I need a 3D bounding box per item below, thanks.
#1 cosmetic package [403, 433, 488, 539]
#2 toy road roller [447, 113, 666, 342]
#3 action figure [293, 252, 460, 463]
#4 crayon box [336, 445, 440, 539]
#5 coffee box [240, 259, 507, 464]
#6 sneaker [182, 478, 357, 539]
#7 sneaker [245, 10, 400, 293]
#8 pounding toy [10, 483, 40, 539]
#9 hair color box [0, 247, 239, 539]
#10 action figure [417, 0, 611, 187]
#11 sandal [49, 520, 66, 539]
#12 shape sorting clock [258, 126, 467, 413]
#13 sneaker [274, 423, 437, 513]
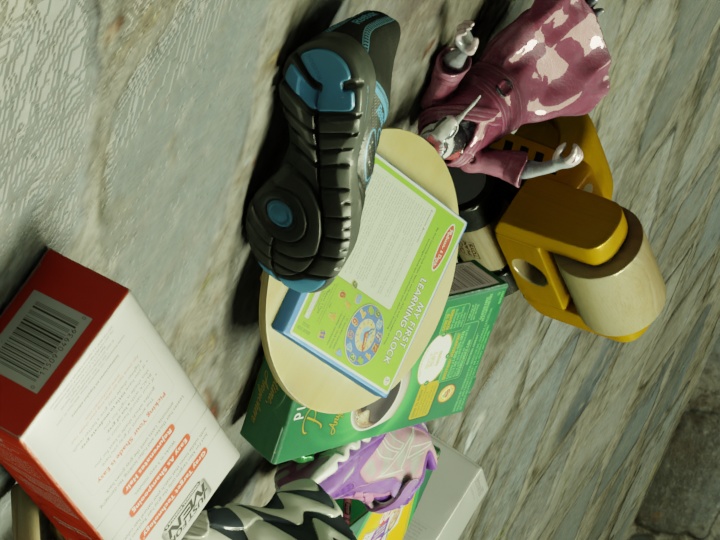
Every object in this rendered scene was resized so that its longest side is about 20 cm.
[{"bbox_3d":[0.041,0.263,2.291,0.200,0.074,0.102,-56,165,-10],"label":"cosmetic package"},{"bbox_3d":[0.160,-0.050,1.857,0.146,0.200,0.123,-53,143,-19],"label":"toy road roller"},{"bbox_3d":[0.003,0.061,1.829,0.200,0.055,0.118,-56,166,-3],"label":"action figure"},{"bbox_3d":[-0.013,0.219,2.063,0.200,0.058,0.119,-33,149,-60],"label":"crayon box"},{"bbox_3d":[0.011,0.063,1.750,0.200,0.044,0.123,-13,132,-42],"label":"coffee box"},{"bbox_3d":[-0.064,0.233,1.731,0.199,0.130,0.080,-14,137,-47],"label":"sneaker"},{"bbox_3d":[-0.015,-0.070,1.494,0.082,0.073,0.200,-46,161,-46],"label":"sneaker"},{"bbox_3d":[-0.204,0.253,1.325,0.142,0.184,0.200,-54,169,27],"label":"pounding toy"},{"bbox_3d":[-0.142,0.085,1.314,0.102,0.061,0.200,-54,150,-18],"label":"hair color box"},{"bbox_3d":[0.091,-0.130,1.744,0.200,0.134,0.149,-36,-163,-30],"label":"action figure"},{"bbox_3d":[-0.145,0.137,1.460,0.078,0.070,0.212,-56,164,-16],"label":"sandal"},{"bbox_3d":[0.000,0.000,1.637,0.200,0.039,0.200,-18,115,-43],"label":"shape sorting clock"},{"bbox_3d":[0.007,0.156,1.911,0.080,0.089,0.200,-20,-174,31],"label":"sneaker"}]
